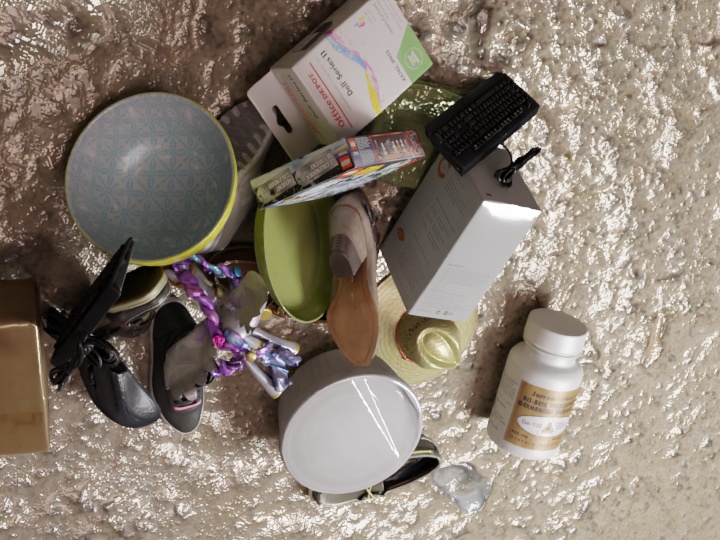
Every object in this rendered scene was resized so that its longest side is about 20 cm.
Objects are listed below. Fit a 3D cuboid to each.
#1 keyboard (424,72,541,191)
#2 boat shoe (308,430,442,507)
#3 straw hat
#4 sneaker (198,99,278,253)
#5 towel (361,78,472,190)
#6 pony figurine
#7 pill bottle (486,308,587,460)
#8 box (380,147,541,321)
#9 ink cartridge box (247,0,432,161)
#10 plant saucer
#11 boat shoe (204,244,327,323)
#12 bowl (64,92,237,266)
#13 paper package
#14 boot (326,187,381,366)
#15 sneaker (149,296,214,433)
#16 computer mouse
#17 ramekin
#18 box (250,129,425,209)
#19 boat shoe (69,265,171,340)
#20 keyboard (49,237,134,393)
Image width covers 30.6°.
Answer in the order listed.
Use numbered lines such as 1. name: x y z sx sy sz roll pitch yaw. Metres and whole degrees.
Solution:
1. keyboard: 0.172 -0.173 1.655 0.200 0.127 0.021 -40 176 -42
2. boat shoe: 0.022 0.294 1.902 0.200 0.060 0.073 -21 124 -16
3. straw hat: 0.097 0.096 1.820 0.199 0.085 0.203 -12 120 -22
4. sneaker: -0.156 -0.115 1.599 0.202 0.074 0.082 -61 158 7
5. towel: 0.088 -0.173 1.702 0.198 0.036 0.150 7 113 -32
6. pony figurine: -0.156 0.067 1.556 0.166 0.194 0.200 -42 129 8
7. pill bottle: 0.263 0.165 1.927 0.113 0.114 0.202 2 114 -28
8. box: 0.125 -0.051 1.699 0.096 0.125 0.201 9 130 -31
9. ink cartridge box: -0.024 -0.228 1.554 0.200 0.067 0.118 -44 114 -17
10. plant saucer: -0.080 -0.036 1.627 0.199 0.031 0.203 13 76 -63
11. boat shoe: -0.104 0.021 1.685 0.198 0.068 0.073 19 106 -34
12. bowl: -0.230 -0.091 1.515 0.199 0.201 0.108 -38 164 -4
13. paper package: -0.461 0.116 1.505 0.197 0.104 0.193 -4 120 -12
14. boot: 0.000 0.000 1.686 0.069 0.147 0.202 0 124 13
15. sneaker: -0.223 0.143 1.669 0.070 0.099 0.202 -15 123 -22
16. computer mouse: -0.314 0.136 1.609 0.053 0.138 0.201 -50 140 -19
17. ramekin: -0.021 0.198 1.793 0.200 0.095 0.205 -9 123 -13
18. box: -0.023 -0.121 1.561 0.136 0.199 0.040 -22 88 28
19. boat shoe: -0.269 0.044 1.537 0.066 0.200 0.072 51 55 -19
20. keyboard: -0.300 0.056 1.432 0.020 0.128 0.200 23 142 -19
